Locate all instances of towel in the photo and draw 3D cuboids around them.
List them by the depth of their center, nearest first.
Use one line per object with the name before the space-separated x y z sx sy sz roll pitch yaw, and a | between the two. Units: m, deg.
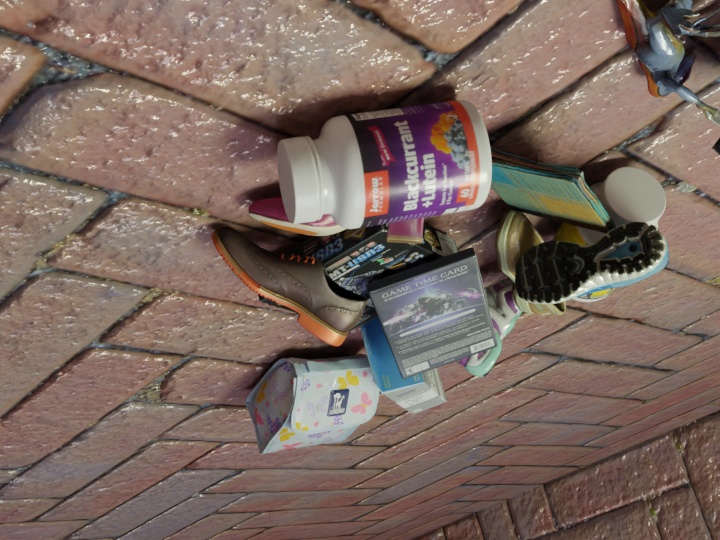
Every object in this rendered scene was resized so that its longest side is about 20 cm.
towel | 0.211 -0.093 1.091 0.145 0.022 0.200 19 175 30

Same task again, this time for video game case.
video game case | 0.098 0.061 1.227 0.141 0.019 0.201 -19 137 3

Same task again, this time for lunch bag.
lunch bag | -0.072 0.210 1.533 0.168 0.128 0.200 0 145 -35

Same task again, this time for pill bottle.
pill bottle | 0.021 -0.103 0.934 0.197 0.113 0.112 -10 155 -13
pill bottle | 0.323 -0.048 1.236 0.110 0.113 0.201 -9 154 -13

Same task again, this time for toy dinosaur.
toy dinosaur | 0.299 -0.230 0.926 0.198 0.106 0.182 26 168 2

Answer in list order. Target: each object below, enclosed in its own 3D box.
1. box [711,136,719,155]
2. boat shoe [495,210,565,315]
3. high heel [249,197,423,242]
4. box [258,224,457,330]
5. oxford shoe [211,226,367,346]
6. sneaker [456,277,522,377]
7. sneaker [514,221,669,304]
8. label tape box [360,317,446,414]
box | 0.463 -0.211 0.933 0.200 0.050 0.199 -42 172 -37
boat shoe | 0.235 -0.007 1.236 0.075 0.072 0.200 18 158 33
high heel | -0.021 -0.087 1.030 0.197 0.097 0.067 5 177 3
box | 0.000 0.000 1.198 0.199 0.050 0.198 -30 150 26
oxford shoe | -0.082 0.002 1.087 0.199 0.071 0.073 36 105 -16
sneaker | 0.167 0.039 1.359 0.139 0.201 0.078 31 153 7
sneaker | 0.284 0.004 1.145 0.198 0.080 0.090 -13 158 32
label tape box | 0.059 0.118 1.388 0.065 0.145 0.200 -19 156 10
